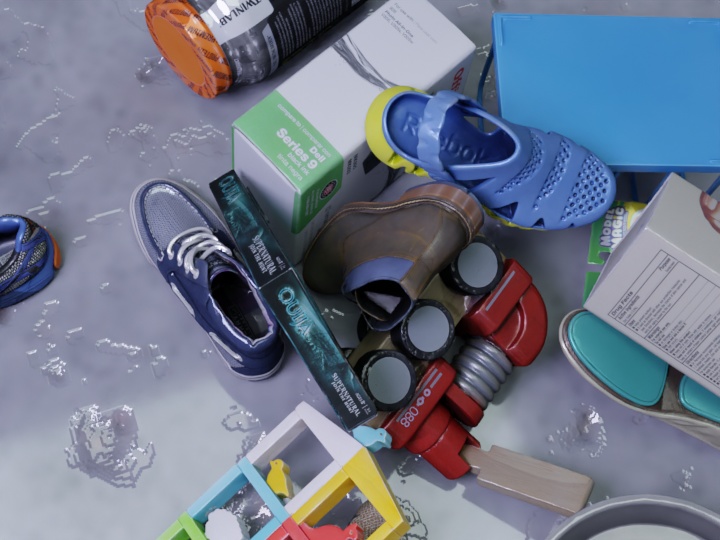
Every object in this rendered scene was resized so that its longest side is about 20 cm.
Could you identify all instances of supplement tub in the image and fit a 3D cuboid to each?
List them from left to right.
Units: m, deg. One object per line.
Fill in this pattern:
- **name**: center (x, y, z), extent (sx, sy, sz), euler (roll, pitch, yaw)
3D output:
- **supplement tub**: center (-0.082, -0.246, 1.038), extent (0.200, 0.123, 0.123), euler (-41, 77, -19)

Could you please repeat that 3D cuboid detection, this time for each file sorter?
- **file sorter**: center (0.205, -0.126, 1.017), extent (0.198, 0.123, 0.140), euler (0, 68, -6)

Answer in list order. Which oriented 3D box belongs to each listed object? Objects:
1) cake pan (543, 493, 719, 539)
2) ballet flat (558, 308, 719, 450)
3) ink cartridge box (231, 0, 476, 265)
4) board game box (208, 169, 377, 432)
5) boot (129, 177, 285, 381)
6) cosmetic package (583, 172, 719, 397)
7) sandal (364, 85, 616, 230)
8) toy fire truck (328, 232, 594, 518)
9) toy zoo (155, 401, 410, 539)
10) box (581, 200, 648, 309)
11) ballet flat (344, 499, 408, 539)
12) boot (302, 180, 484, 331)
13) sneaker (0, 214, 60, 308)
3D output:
- **cake pan**: center (0.209, 0.264, 0.852), extent (0.199, 0.037, 0.202), euler (-4, 66, 10)
- **ballet flat**: center (0.242, 0.096, 0.960), extent (0.199, 0.070, 0.070), euler (27, 68, -2)
- **ink cartridge box**: center (-0.008, -0.119, 0.980), extent (0.200, 0.146, 0.084), euler (-41, 77, -19)
- **board game box**: center (-0.053, 0.016, 0.877), extent (0.028, 0.136, 0.200), euler (-31, 29, -2)
- **boot**: center (-0.123, -0.008, 0.955), extent (0.073, 0.090, 0.200), euler (-33, 75, -17)
- **cosmetic package**: center (0.289, 0.030, 0.915), extent (0.199, 0.104, 0.087), euler (34, 45, 3)
- **sandal**: center (0.103, -0.082, 0.882), extent (0.199, 0.087, 0.080), euler (16, 87, -13)
- **toy fire truck**: center (0.099, 0.091, 0.935), extent (0.200, 0.129, 0.176), euler (43, 73, -14)
- **toy zoo**: center (-0.053, 0.187, 0.869), extent (0.200, 0.020, 0.131), euler (-42, 55, -3)
- **box**: center (0.286, 0.014, 1.006), extent (0.199, 0.048, 0.118), euler (12, 74, -3)
- **ballet flat**: center (0.000, 0.262, 0.863), extent (0.068, 0.075, 0.201), euler (-16, 64, 37)
- **boot**: center (0.000, 0.000, 0.906), extent (0.075, 0.200, 0.097), euler (47, 52, -15)
- **sneaker**: center (-0.332, 0.016, 0.931), extent (0.200, 0.079, 0.075), euler (-41, 76, -19)
